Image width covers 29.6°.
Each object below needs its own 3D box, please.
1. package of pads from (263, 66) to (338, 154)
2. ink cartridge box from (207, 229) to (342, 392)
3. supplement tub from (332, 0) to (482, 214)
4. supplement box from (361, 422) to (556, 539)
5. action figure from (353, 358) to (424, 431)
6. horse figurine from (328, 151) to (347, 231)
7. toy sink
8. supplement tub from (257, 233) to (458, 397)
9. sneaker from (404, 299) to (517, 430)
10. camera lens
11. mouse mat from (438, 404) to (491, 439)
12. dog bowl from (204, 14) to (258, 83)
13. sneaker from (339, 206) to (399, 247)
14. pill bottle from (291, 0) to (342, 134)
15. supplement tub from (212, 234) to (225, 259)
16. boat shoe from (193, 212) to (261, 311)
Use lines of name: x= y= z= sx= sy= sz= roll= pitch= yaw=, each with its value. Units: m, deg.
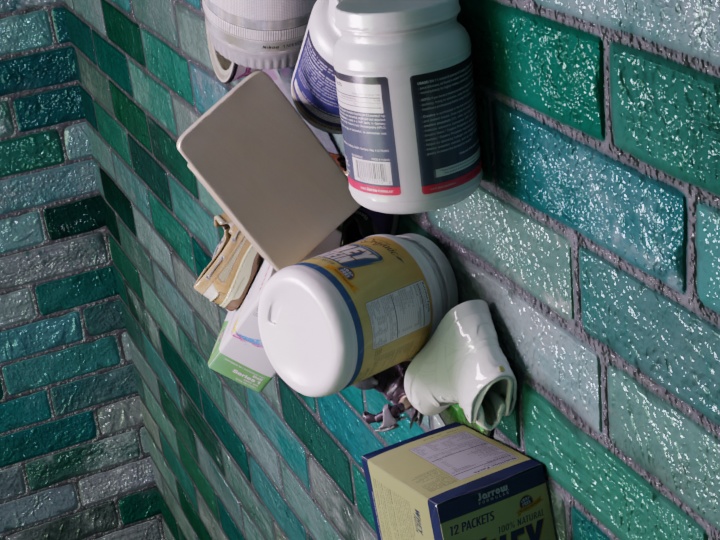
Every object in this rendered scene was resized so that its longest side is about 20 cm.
package of pads: x=-0.090 y=-0.166 z=1.846 sx=0.201 sy=0.075 sz=0.121 roll=64 pitch=155 yaw=27
ink cartridge box: x=-0.104 y=0.039 z=1.728 sx=0.200 sy=0.083 sz=0.146 roll=-49 pitch=17 yaw=50
supplement tub: x=0.046 y=-0.170 z=1.361 sx=0.140 sy=0.139 sz=0.202 roll=-143 pitch=42 yaw=-60
supplement box: x=0.115 y=0.303 z=1.527 sx=0.199 sy=0.133 sz=0.203 roll=17 pitch=121 yaw=66
action figure: x=0.009 y=0.123 z=1.630 sx=0.070 sy=0.198 sz=0.131 roll=-55 pitch=24 yaw=28
horse figurine: x=-0.034 y=-0.078 z=1.728 sx=0.132 sy=0.050 sz=0.202 roll=24 pitch=135 yaw=29
toy sink: x=-0.114 y=-0.120 z=1.564 sx=0.200 sy=0.130 sz=0.112 roll=50 pitch=175 yaw=-24
supplement tub: x=0.000 y=0.043 z=1.516 sx=0.144 sy=0.199 sz=0.147 roll=20 pitch=119 yaw=40
sneaker: x=0.109 y=0.135 z=1.502 sx=0.201 sy=0.073 sz=0.117 roll=111 pitch=143 yaw=-53
camera lens: x=-0.111 y=-0.364 z=1.624 sx=0.201 sy=0.158 sz=0.161 roll=95 pitch=152 yaw=-45
mouse mat: x=0.107 y=0.130 z=1.622 sx=0.162 sy=0.007 sz=0.201 roll=93 pitch=155 yaw=-42
dog bowl: x=-0.158 y=-0.357 z=1.856 sx=0.200 sy=0.073 sz=0.203 roll=174 pitch=90 yaw=-73
sneaker: x=0.000 y=0.000 z=1.661 sx=0.075 sy=0.088 sz=0.202 roll=12 pitch=126 yaw=22
pill bottle: x=-0.009 y=-0.245 z=1.503 sx=0.200 sy=0.110 sz=0.112 roll=116 pitch=135 yaw=-63
supplement tub: x=-0.136 y=-0.010 z=1.962 sx=0.200 sy=0.143 sz=0.146 roll=135 pitch=118 yaw=-68
boat shoe: x=-0.150 y=-0.053 z=1.729 sx=0.202 sy=0.076 sz=0.072 roll=-67 pitch=13 yaw=-18
